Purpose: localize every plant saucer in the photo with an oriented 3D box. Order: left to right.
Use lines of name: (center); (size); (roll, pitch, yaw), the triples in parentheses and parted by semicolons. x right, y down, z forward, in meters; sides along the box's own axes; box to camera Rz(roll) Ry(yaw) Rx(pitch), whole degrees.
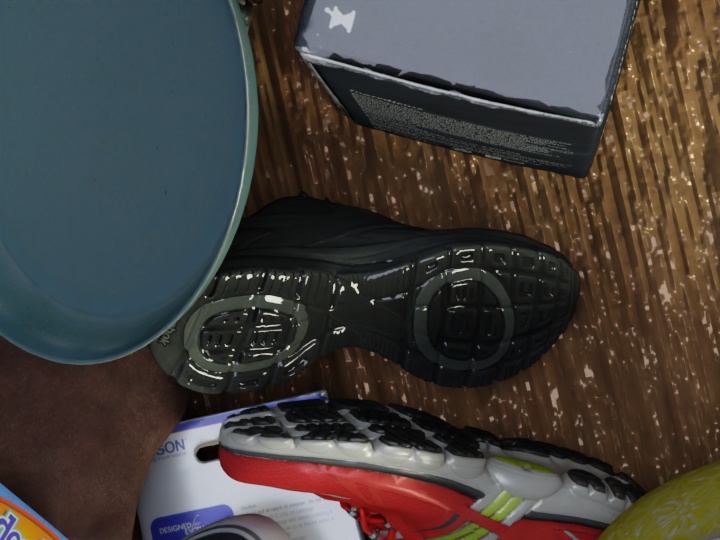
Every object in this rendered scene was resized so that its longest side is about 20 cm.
plant saucer: (-0.110, -0.063, 0.758); (0.200, 0.027, 0.200); (5, 97, 39)

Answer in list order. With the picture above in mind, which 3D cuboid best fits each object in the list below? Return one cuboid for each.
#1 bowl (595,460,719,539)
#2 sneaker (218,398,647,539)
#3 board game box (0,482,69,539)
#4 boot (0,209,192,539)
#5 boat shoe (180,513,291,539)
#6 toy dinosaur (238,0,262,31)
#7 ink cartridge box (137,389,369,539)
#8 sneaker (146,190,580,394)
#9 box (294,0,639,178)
bowl: (0.151, 0.151, 0.701); (0.200, 0.108, 0.200); (-10, 63, 20)
sneaker: (0.032, 0.110, 0.802); (0.200, 0.077, 0.085); (16, 96, -12)
board game box: (-0.202, 0.133, 0.774); (0.200, 0.045, 0.152); (-20, 125, 39)
boot: (-0.171, 0.034, 0.813); (0.200, 0.072, 0.167); (15, 52, 1)
boat shoe: (-0.103, 0.179, 0.807); (0.200, 0.057, 0.069); (-45, 72, 24)
toy dinosaur: (-0.096, -0.135, 0.822); (0.102, 0.200, 0.077); (9, 115, -15)
ink cartridge box: (-0.038, 0.160, 0.844); (0.099, 0.039, 0.200); (-11, 87, 6)
sneaker: (0.000, 0.000, 0.820); (0.200, 0.091, 0.076); (2, 121, -20)
box: (0.063, -0.154, 0.770); (0.124, 0.197, 0.200); (14, 89, 7)
